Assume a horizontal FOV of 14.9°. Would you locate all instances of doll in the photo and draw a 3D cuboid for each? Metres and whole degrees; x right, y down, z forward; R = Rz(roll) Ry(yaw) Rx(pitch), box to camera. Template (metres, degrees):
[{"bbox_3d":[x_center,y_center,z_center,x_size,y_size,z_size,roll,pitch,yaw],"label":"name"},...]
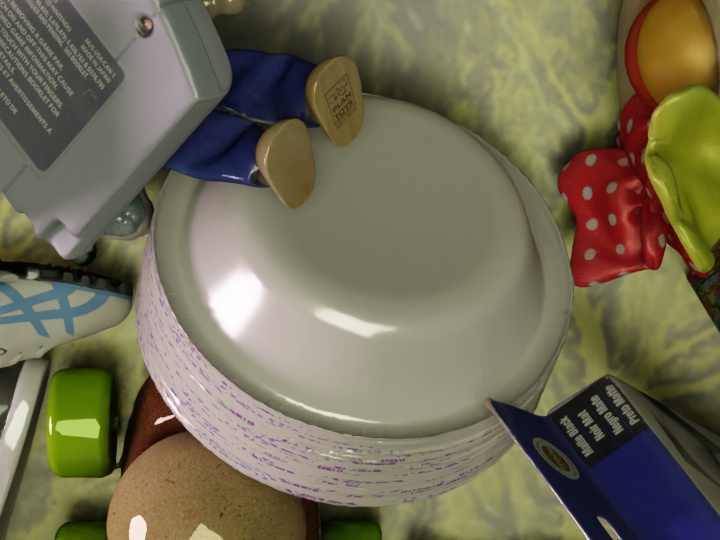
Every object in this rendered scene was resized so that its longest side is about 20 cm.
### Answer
[{"bbox_3d":[-0.092,-0.087,1.253,0.137,0.199,0.049,-53,141,-27],"label":"doll"}]

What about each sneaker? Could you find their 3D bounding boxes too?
[{"bbox_3d":[-0.229,0.125,1.369,0.099,0.071,0.201,17,94,-1],"label":"sneaker"},{"bbox_3d":[-0.198,0.035,1.317,0.199,0.072,0.073,-10,101,-35],"label":"sneaker"}]

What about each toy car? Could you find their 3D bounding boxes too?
[{"bbox_3d":[-0.071,0.134,1.296,0.163,0.200,0.159,0,107,1],"label":"toy car"}]

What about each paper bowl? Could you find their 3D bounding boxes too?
[{"bbox_3d":[0.000,0.000,1.269,0.200,0.201,0.105,15,143,-2],"label":"paper bowl"}]

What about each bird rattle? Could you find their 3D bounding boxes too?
[{"bbox_3d":[0.159,-0.075,1.269,0.112,0.200,0.164,-3,92,-11],"label":"bird rattle"}]

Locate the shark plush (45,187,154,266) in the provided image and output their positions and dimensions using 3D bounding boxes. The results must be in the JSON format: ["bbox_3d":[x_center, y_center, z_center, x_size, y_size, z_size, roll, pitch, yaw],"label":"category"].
[{"bbox_3d":[-0.172,-0.086,1.317,0.091,0.083,0.200,-44,86,15],"label":"shark plush"}]

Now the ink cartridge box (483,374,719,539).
[{"bbox_3d":[0.169,0.132,1.216,0.041,0.200,0.200,-48,139,14],"label":"ink cartridge box"}]

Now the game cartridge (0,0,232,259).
[{"bbox_3d":[-0.145,-0.122,1.196,0.200,0.041,0.133,52,125,12],"label":"game cartridge"}]

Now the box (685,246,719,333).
[{"bbox_3d":[0.274,-0.001,1.277,0.200,0.193,0.122,-42,98,7],"label":"box"}]
